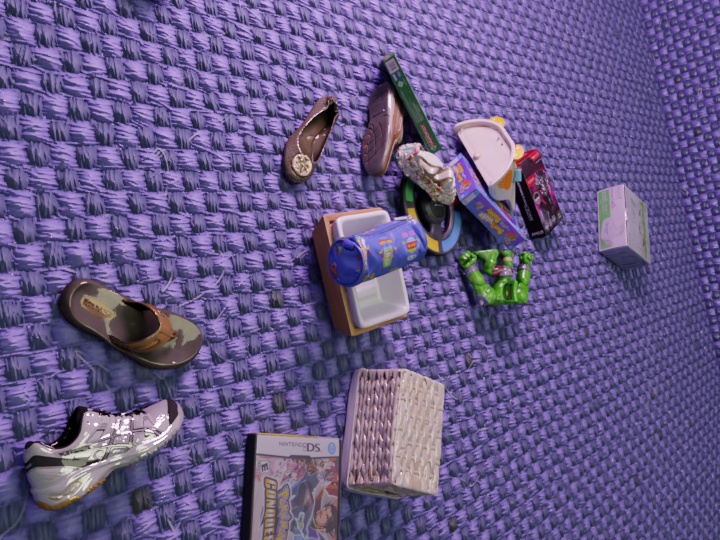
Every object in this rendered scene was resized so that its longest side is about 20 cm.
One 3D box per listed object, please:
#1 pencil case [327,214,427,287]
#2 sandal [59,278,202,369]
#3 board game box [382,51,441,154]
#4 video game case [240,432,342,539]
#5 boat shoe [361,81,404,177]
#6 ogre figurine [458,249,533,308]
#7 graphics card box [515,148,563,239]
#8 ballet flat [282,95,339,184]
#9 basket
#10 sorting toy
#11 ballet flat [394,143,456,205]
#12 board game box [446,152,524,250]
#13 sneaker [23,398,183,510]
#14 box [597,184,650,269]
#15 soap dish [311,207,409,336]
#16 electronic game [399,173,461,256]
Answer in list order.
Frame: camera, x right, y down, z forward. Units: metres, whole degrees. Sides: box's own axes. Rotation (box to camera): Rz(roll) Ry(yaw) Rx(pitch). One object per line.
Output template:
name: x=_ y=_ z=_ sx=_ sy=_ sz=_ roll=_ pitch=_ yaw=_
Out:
pencil case: x=0.033 y=-0.036 z=1.089 sx=0.198 sy=0.077 sz=0.089 roll=-21 pitch=124 yaw=-48
sandal: x=-0.286 y=0.067 z=0.859 sx=0.199 sy=0.054 sz=0.083 roll=37 pitch=55 yaw=-35
board game box: x=0.103 y=-0.340 z=1.349 sx=0.203 sy=0.029 sz=0.135 roll=60 pitch=10 yaw=-17
video game case: x=-0.099 y=0.354 z=1.005 sx=0.178 sy=0.025 sz=0.206 roll=17 pitch=68 yaw=-44
boat shoe: x=0.053 y=-0.269 z=1.296 sx=0.071 sy=0.075 sz=0.205 roll=29 pitch=61 yaw=-40
ogre figurine: x=0.307 y=0.018 z=1.473 sx=0.197 sy=0.097 sz=0.123 roll=8 pitch=71 yaw=-47
graphics card box: x=0.448 y=-0.197 z=1.715 sx=0.125 sy=0.050 sz=0.204 roll=-34 pitch=106 yaw=-46
ballet flat: x=-0.079 y=-0.234 z=1.163 sx=0.067 sy=0.046 sz=0.203 roll=45 pitch=51 yaw=-28
basket: x=0.059 y=0.275 z=1.123 sx=0.134 sy=0.122 sz=0.205 roll=25 pitch=63 yaw=-39
sorting toy: x=0.311 y=-0.230 z=1.513 sx=0.181 sy=0.105 sz=0.203 roll=56 pitch=10 yaw=-53
ballet flat: x=0.145 y=-0.188 z=1.318 sx=0.198 sy=0.063 sz=0.078 roll=26 pitch=57 yaw=-44
board game box: x=0.278 y=-0.152 z=1.483 sx=0.199 sy=0.044 sz=0.136 roll=38 pitch=26 yaw=-34
sneaker: x=-0.301 y=0.194 z=0.796 sx=0.198 sy=0.075 sz=0.090 roll=-30 pitch=101 yaw=-47
box: x=0.812 y=-0.131 z=2.052 sx=0.174 sy=0.095 sz=0.206 roll=22 pitch=64 yaw=-40
soap dish: x=0.000 y=0.000 z=1.163 sx=0.155 sy=0.080 sz=0.206 roll=-13 pitch=89 yaw=-48
electronic game: x=0.148 y=-0.131 z=1.384 sx=0.197 sy=0.041 sz=0.206 roll=15 pitch=69 yaw=-43
